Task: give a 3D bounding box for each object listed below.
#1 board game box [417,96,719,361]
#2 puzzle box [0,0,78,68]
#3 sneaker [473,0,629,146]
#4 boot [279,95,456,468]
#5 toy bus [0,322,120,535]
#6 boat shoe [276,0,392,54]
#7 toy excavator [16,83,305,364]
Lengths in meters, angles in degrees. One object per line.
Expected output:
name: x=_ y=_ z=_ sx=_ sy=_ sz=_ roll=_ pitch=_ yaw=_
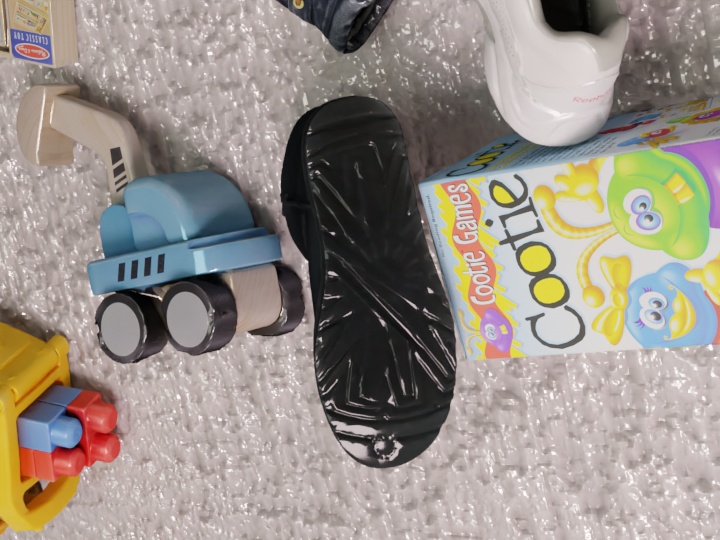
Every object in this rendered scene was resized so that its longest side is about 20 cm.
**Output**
board game box: x=0.147 y=-0.023 z=0.706 sx=0.198 sy=0.105 sz=0.104 roll=-6 pitch=106 yaw=38
puzzle box: x=-0.289 y=-0.228 z=0.995 sx=0.198 sy=0.025 sz=0.135 roll=15 pitch=117 yaw=31
sneaker: x=0.084 y=-0.169 z=0.680 sx=0.201 sy=0.077 sz=0.100 roll=63 pitch=158 yaw=16
boot: x=0.000 y=0.000 z=0.785 sx=0.075 sy=0.168 sz=0.203 roll=-9 pitch=93 yaw=-5
toy bus: x=-0.284 y=0.143 z=1.090 sx=0.190 sy=0.136 sz=0.202 roll=11 pitch=118 yaw=15
boat shoe: x=0.003 y=-0.219 z=0.758 sx=0.091 sy=0.071 sz=0.201 roll=41 pitch=137 yaw=12
toy excavator: x=-0.145 y=-0.042 z=0.933 sx=0.193 sy=0.099 sz=0.203 roll=-9 pitch=90 yaw=36
